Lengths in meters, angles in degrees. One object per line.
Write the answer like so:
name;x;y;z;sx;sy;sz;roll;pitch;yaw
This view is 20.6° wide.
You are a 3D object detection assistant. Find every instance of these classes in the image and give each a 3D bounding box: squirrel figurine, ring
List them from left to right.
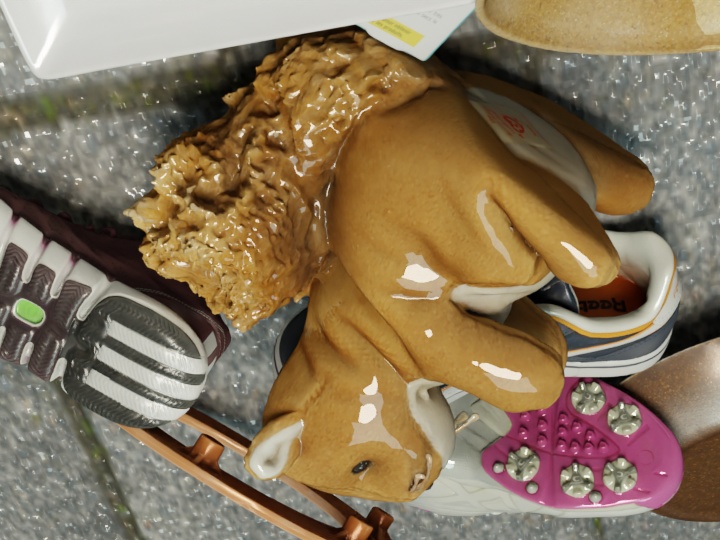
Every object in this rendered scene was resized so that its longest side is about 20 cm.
ring;-0.058;0.088;0.960;0.200;0.200;0.019;31;91;-34
squirrel figurine;0.000;0.000;0.852;0.200;0.142;0.187;34;113;-5

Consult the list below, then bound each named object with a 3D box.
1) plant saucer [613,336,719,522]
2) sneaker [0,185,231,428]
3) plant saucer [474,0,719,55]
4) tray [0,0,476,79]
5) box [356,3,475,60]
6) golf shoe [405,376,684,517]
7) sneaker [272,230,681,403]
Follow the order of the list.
plant saucer;0.213;0.087;1.038;0.200;0.037;0.201;-7;150;-4
sneaker;-0.147;-0.001;0.915;0.200;0.116;0.076;33;108;6
plant saucer;0.138;-0.120;0.708;0.199;0.036;0.200;-5;172;-1
tray;-0.057;-0.136;0.746;0.199;0.022;0.108;-7;121;24
box;0.049;-0.171;0.745;0.082;0.049;0.200;24;132;-27
golf shoe;0.074;0.093;1.020;0.199;0.076;0.092;8;156;26
sneaker;0.056;0.016;0.942;0.199;0.079;0.079;-10;149;-10
